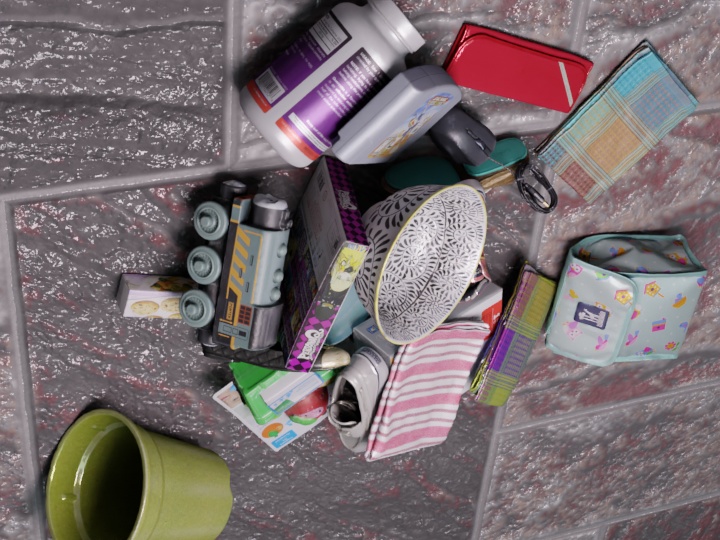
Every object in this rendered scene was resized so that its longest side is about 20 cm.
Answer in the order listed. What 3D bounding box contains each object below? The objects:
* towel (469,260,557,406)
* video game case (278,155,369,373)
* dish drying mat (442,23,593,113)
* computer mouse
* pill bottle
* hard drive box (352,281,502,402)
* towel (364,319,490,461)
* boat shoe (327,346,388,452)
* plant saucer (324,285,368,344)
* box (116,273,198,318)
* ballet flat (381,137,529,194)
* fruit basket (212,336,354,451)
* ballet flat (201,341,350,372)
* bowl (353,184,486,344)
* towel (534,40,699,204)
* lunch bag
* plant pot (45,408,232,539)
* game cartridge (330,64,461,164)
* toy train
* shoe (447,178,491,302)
[{"bbox_3d":[0.213,0.091,1.710,0.144,0.023,0.201,22,90,-64],"label":"towel"},{"bbox_3d":[-0.052,-0.010,1.452,0.036,0.200,0.182,16,118,-19],"label":"video game case"},{"bbox_3d":[0.193,-0.244,1.511,0.200,0.018,0.077,9,122,-32],"label":"dish drying mat"},{"bbox_3d":[0.165,-0.136,1.514,0.200,0.034,0.059,33,76,-13],"label":"computer mouse"},{"bbox_3d":[-0.029,-0.214,1.360,0.200,0.113,0.112,-40,133,8],"label":"pill bottle"},{"bbox_3d":[0.092,0.106,1.663,0.200,0.077,0.156,-30,137,-28],"label":"hard drive box"},{"bbox_3d":[0.086,0.157,1.609,0.146,0.030,0.201,-6,122,-43],"label":"towel"},{"bbox_3d":[-0.010,0.182,1.612,0.066,0.072,0.200,-37,157,-32],"label":"boat shoe"},{"bbox_3d":[0.000,0.000,1.543,0.200,0.027,0.200,-51,161,-26],"label":"plant saucer"},{"bbox_3d":[-0.198,0.034,1.524,0.199,0.039,0.042,5,121,-29],"label":"box"},{"bbox_3d":[0.119,-0.112,1.558,0.199,0.068,0.072,-18,147,-18],"label":"ballet flat"},{"bbox_3d":[-0.078,0.158,1.649,0.185,0.094,0.200,-35,137,1],"label":"fruit basket"},{"bbox_3d":[-0.108,0.093,1.533,0.066,0.199,0.057,-2,99,-72],"label":"ballet flat"},{"bbox_3d":[0.050,-0.024,1.438,0.201,0.094,0.201,-35,139,-37],"label":"bowl"},{"bbox_3d":[0.339,-0.188,1.626,0.200,0.022,0.147,-45,131,12],"label":"towel"},{"bbox_3d":[0.367,0.042,1.758,0.199,0.122,0.171,-2,128,-16],"label":"lunch bag"},{"bbox_3d":[-0.273,0.290,1.607,0.184,0.200,0.201,18,117,-48],"label":"plant pot"},{"bbox_3d":[0.048,-0.175,1.398,0.133,0.042,0.200,-38,174,18],"label":"game cartridge"},{"bbox_3d":[-0.139,-0.001,1.444,0.085,0.114,0.201,-14,117,-65],"label":"toy train"},{"bbox_3d":[0.131,-0.032,1.547,0.071,0.091,0.200,-20,159,-12],"label":"shoe"}]
